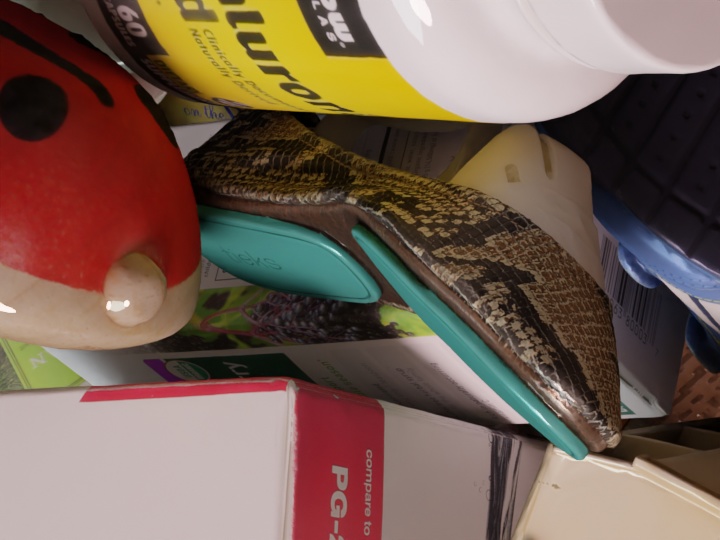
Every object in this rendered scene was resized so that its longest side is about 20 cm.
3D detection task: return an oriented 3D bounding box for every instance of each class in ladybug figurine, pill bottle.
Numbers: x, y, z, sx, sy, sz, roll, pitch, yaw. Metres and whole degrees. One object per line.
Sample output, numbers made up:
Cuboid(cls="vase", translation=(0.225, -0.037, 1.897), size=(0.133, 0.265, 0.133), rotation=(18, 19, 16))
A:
Cuboid(cls="ladybug figurine", translation=(-0.118, -0.040, 0.799), size=(0.199, 0.072, 0.135), rotation=(29, -162, 36))
Cuboid(cls="pill bottle", translation=(0.017, -0.096, 0.742), size=(0.199, 0.111, 0.112), rotation=(6, 140, 51))

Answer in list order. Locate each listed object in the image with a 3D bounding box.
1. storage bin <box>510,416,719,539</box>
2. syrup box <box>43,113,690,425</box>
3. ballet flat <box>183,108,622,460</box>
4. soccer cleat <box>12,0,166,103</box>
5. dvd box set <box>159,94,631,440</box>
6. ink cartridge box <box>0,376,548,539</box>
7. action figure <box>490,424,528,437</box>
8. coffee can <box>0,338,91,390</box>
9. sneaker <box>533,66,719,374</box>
Cuboid(cls="storage bin", translation=(0.159, 0.121, 0.812), size=(0.198, 0.094, 0.200), rotation=(27, -167, 25))
Cuboid(cls="syrup box", translation=(0.000, 0.000, 0.887), size=(0.199, 0.082, 0.079), rotation=(-6, 149, 34))
Cuboid(cls="ballet flat", translation=(0.019, -0.015, 0.775), size=(0.068, 0.075, 0.200), rotation=(47, 168, -36))
Cuboid(cls="soccer cleat", translation=(-0.099, -0.087, 0.922), size=(0.199, 0.069, 0.078), rotation=(-1, 100, 37))
Cuboid(cls="dvd box set", translation=(0.001, -0.022, 0.995), size=(0.146, 0.029, 0.200), rotation=(11, 144, 46))
Cuboid(cls="ink cartridge box", translation=(-0.023, 0.091, 0.884), size=(0.144, 0.085, 0.200), rotation=(-4, 167, 34))
Cuboid(cls="action figure", translation=(0.008, 0.116, 1.075), size=(0.149, 0.133, 0.201), rotation=(-142, 33, -86))
Cuboid(cls="coffee can", translation=(-0.134, 0.008, 1.032), size=(0.146, 0.147, 0.201), rotation=(23, 151, 33))
Cuboid(cls="sneaker", translation=(0.118, -0.003, 0.808), size=(0.200, 0.074, 0.082), rotation=(42, 158, -3))
